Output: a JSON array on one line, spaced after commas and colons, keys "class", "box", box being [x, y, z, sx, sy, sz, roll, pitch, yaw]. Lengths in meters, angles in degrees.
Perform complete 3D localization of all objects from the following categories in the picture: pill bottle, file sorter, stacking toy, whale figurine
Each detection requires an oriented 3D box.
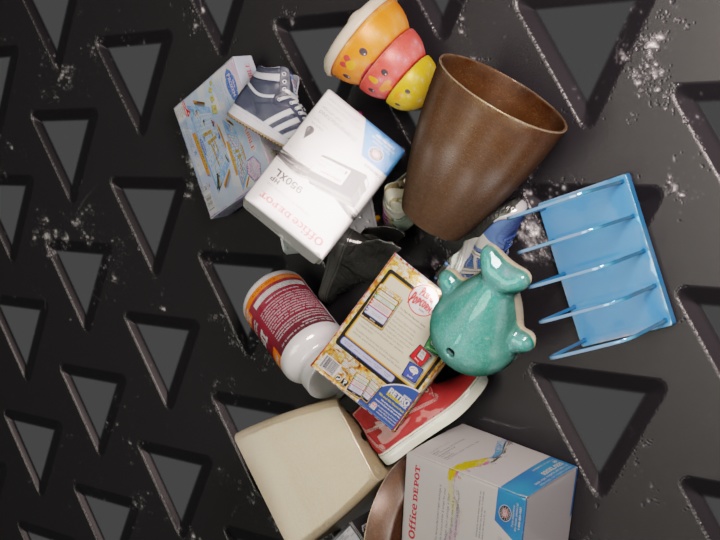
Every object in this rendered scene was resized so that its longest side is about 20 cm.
[{"class": "pill bottle", "box": [-0.092, 0.100, 1.822, 0.200, 0.112, 0.114, 50, 128, 39]}, {"class": "file sorter", "box": [0.288, -0.002, 1.504, 0.138, 0.122, 0.202, -18, 88, 40]}, {"class": "stacking toy", "box": [0.061, -0.275, 1.646, 0.200, 0.146, 0.146, 42, 125, 4]}, {"class": "whale figurine", "box": [0.155, 0.058, 1.534, 0.159, 0.104, 0.201, 41, 145, 17]}]

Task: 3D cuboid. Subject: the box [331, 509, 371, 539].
[{"class": "box", "box": [-0.006, 0.427, 1.827, 0.044, 0.160, 0.200, 51, 128, 16]}]

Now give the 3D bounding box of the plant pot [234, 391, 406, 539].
[{"class": "plant pot", "box": [-0.036, 0.282, 1.806, 0.176, 0.199, 0.201, -34, 78, 29]}]

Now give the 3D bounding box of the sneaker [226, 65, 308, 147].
[{"class": "sneaker", "box": [-0.094, -0.233, 1.769, 0.199, 0.070, 0.109, 30, 93, 11]}]

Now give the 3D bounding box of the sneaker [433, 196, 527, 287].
[{"class": "sneaker", "box": [0.180, -0.025, 1.628, 0.077, 0.075, 0.200, 47, 136, 13]}]

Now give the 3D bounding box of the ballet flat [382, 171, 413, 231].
[{"class": "ballet flat", "box": [0.079, -0.120, 1.683, 0.200, 0.071, 0.070, -41, 68, 38]}]

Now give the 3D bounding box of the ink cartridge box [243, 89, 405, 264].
[{"class": "ink cartridge box", "box": [-0.054, -0.131, 1.686, 0.144, 0.084, 0.201, 38, 83, -3]}]

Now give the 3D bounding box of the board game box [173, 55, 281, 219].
[{"class": "board game box", "box": [-0.209, -0.211, 1.900, 0.199, 0.041, 0.202, -26, 81, 49]}]

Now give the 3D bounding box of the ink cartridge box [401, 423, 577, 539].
[{"class": "ink cartridge box", "box": [0.178, 0.328, 1.659, 0.199, 0.144, 0.149, 17, 111, 36]}]

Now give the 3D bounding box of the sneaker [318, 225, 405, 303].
[{"class": "sneaker", "box": [0.001, -0.002, 1.776, 0.103, 0.060, 0.201, 21, 140, 6]}]

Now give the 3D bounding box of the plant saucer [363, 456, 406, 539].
[{"class": "plant saucer", "box": [0.067, 0.373, 1.728, 0.034, 0.200, 0.203, 13, 109, 30]}]

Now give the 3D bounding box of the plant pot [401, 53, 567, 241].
[{"class": "plant pot", "box": [0.139, -0.146, 1.536, 0.187, 0.186, 0.201, 40, 116, 25]}]

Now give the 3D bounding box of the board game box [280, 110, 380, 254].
[{"class": "board game box", "box": [-0.060, -0.135, 1.826, 0.199, 0.026, 0.202, -7, 95, 41]}]

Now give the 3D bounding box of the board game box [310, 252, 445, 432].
[{"class": "board game box", "box": [0.049, 0.102, 1.663, 0.151, 0.046, 0.201, 38, 88, 10]}]

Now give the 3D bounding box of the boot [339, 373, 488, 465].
[{"class": "boot", "box": [0.073, 0.167, 1.703, 0.199, 0.072, 0.145, -36, 92, 9]}]
